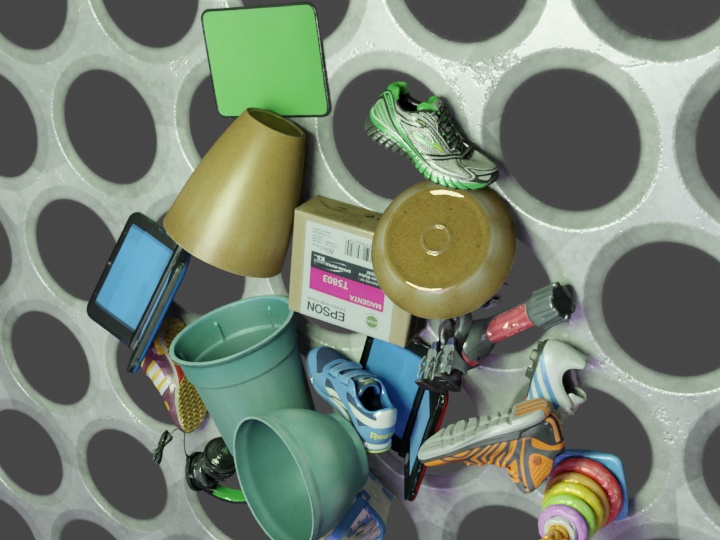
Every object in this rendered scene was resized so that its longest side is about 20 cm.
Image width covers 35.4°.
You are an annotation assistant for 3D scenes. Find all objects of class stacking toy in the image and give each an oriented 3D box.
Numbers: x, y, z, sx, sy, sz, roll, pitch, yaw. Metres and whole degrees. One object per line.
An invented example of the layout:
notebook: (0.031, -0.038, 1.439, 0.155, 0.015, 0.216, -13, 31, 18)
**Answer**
stacking toy: (0.280, 0.334, 1.517, 0.115, 0.200, 0.111, 1, 111, 29)

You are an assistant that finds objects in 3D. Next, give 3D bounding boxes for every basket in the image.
basket: (-0.042, 0.395, 1.731, 0.139, 0.200, 0.176, 47, 125, 4)

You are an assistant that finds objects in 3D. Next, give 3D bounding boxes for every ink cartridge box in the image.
ink cartridge box: (0.000, 0.000, 1.615, 0.199, 0.075, 0.166, 16, 117, 23)

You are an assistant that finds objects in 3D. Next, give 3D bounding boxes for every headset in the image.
headset: (-0.253, 0.333, 1.875, 0.200, 0.094, 0.123, 39, 133, -17)

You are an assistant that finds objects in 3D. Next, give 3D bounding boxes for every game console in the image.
game console: (-0.358, 0.032, 1.782, 0.118, 0.171, 0.201, 25, 102, -10)
game console: (0.049, 0.204, 1.654, 0.118, 0.173, 0.201, 12, 120, -4)

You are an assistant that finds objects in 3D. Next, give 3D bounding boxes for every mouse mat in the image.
mouse mat: (-0.137, -0.296, 1.608, 0.199, 0.008, 0.162, 4, 112, 30)

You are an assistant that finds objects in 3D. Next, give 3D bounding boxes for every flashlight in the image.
flashlight: (0.196, 0.079, 1.534, 0.199, 0.068, 0.068, -28, 61, 41)

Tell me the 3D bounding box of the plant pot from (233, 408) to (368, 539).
plant pot: (-0.073, 0.282, 1.613, 0.200, 0.134, 0.202, 28, 127, 45)

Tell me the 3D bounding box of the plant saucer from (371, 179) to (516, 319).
plant saucer: (0.104, -0.037, 1.488, 0.199, 0.035, 0.202, -5, 71, 16)

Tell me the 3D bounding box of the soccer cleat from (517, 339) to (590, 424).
soccer cleat: (0.260, 0.190, 1.547, 0.086, 0.070, 0.201, 20, 120, 20)

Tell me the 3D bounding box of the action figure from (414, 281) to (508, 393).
action figure: (0.130, 0.063, 1.518, 0.069, 0.201, 0.130, 30, 156, -32)

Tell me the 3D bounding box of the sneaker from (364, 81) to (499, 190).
sneaker: (0.097, -0.174, 1.480, 0.199, 0.078, 0.086, 34, 123, 14)

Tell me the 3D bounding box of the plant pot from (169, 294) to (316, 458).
plant pot: (-0.163, 0.171, 1.726, 0.199, 0.200, 0.197, -5, 117, 32)

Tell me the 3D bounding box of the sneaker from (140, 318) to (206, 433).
sneaker: (-0.318, 0.174, 1.886, 0.090, 0.075, 0.202, -1, 104, 39)

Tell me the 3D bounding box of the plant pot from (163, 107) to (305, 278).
plant pot: (-0.160, -0.122, 1.607, 0.186, 0.186, 0.201, 31, 110, 15)

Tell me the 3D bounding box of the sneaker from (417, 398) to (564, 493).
sneaker: (0.181, 0.255, 1.521, 0.199, 0.078, 0.113, -20, 103, 22)

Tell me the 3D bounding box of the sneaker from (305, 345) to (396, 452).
sneaker: (-0.008, 0.172, 1.660, 0.200, 0.074, 0.083, 48, 138, 33)
